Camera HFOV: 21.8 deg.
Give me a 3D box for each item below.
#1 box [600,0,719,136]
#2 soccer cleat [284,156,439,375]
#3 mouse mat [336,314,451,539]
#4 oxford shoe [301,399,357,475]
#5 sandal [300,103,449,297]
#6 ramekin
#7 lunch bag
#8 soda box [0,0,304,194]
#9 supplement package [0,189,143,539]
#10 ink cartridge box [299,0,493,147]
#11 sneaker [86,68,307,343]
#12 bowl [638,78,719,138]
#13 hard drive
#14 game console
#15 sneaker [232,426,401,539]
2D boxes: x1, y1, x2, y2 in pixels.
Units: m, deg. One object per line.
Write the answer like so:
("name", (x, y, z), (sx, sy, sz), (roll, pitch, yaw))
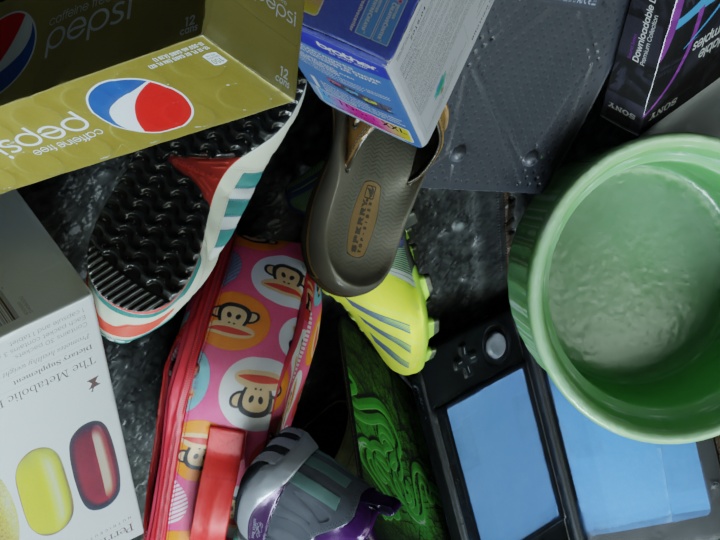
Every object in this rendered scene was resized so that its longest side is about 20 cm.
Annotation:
("box", (0.223, -0.196, 1.171), (0.143, 0.036, 0.201), (-34, 149, -39))
("soccer cleat", (0.000, -0.001, 1.183), (0.083, 0.065, 0.201), (-18, 140, -2))
("mouse mat", (0.031, 0.135, 1.249), (0.007, 0.162, 0.200), (-18, 150, 16))
("oxford shoe", (-0.065, 0.166, 1.271), (0.200, 0.070, 0.075), (-48, 140, -11))
("sandal", (0.014, -0.082, 1.065), (0.081, 0.055, 0.201), (13, 90, -31))
("ramekin", (0.193, 0.007, 1.231), (0.199, 0.098, 0.201), (-1, 97, -12))
("lunch bag", (-0.078, 0.095, 1.101), (0.081, 0.177, 0.201), (12, 128, -1))
("soda box", (-0.125, -0.096, 0.880), (0.199, 0.064, 0.068), (-13, 150, 34))
("supplement package", (-0.202, 0.073, 1.026), (0.113, 0.110, 0.201), (-26, 139, -19))
("ink cartridge box", (0.020, -0.158, 0.942), (0.137, 0.076, 0.200), (-65, 171, -5))
("sneaker", (-0.095, -0.046, 1.020), (0.200, 0.070, 0.093), (-63, -177, -29))
("bowl", (0.281, -0.049, 1.351), (0.200, 0.090, 0.202), (-24, 139, -23))
("hard drive", (0.102, -0.142, 1.145), (0.134, 0.042, 0.201), (0, 124, -41))
("game console", (0.147, 0.123, 1.294), (0.175, 0.116, 0.201), (-23, 102, -43))
("sneaker", (-0.030, 0.180, 1.050), (0.074, 0.087, 0.201), (-49, 158, -39))
